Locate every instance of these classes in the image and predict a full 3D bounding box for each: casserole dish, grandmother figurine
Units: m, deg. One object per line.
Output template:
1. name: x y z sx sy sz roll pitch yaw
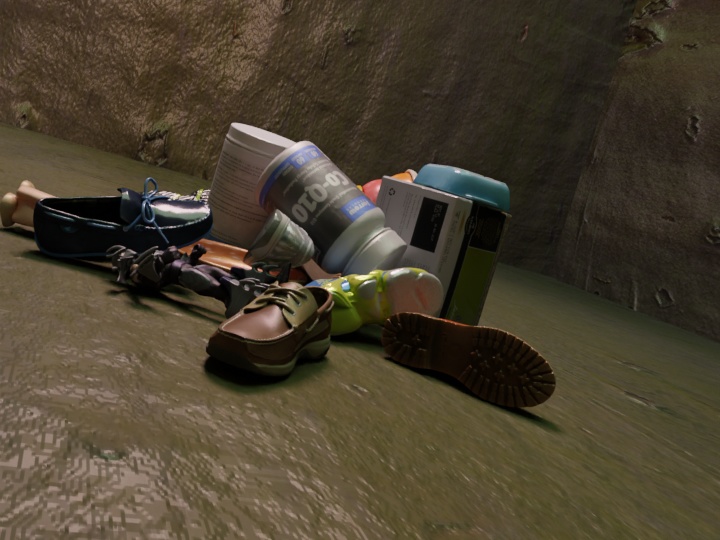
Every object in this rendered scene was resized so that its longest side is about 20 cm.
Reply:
1. casserole dish: 0.153 -0.128 1.089 0.120 0.039 0.200 15 8 -16
2. grandmother figurine: -0.335 -0.056 0.893 0.198 0.061 0.122 14 39 -1

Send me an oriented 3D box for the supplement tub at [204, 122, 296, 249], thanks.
1. supplement tub: -0.175 -0.119 1.157 0.131 0.202 0.132 19 15 -5

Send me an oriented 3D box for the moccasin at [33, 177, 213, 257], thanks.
1. moccasin: -0.267 -0.058 0.825 0.198 0.069 0.081 -11 40 -21

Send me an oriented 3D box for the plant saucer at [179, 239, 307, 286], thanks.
1. plant saucer: -0.171 -0.001 0.973 0.198 0.038 0.200 16 8 -2

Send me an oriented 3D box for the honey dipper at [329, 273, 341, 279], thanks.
1. honey dipper: 0.000 0.000 1.117 0.038 0.038 0.200 19 26 19

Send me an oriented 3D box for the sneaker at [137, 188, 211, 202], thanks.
1. sneaker: -0.312 -0.087 1.222 0.198 0.077 0.076 -2 49 -22

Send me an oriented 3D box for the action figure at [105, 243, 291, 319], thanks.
1. action figure: -0.181 0.004 0.783 0.198 0.070 0.130 14 12 4

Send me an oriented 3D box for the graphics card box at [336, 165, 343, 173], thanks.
1. graphics card box: -0.028 -0.103 1.469 0.201 0.051 0.125 52 -32 -7

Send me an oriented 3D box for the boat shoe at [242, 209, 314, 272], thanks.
1. boat shoe: -0.098 -0.028 0.887 0.064 0.075 0.202 32 -10 -8

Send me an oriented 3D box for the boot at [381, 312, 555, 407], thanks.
1. boot: 0.133 0.095 0.822 0.199 0.076 0.107 20 2 29

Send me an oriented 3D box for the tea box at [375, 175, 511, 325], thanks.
1. tea box: 0.106 -0.015 1.077 0.133 0.202 0.196 21 7 34

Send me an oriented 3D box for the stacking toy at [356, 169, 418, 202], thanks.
1. stacking toy: 0.008 -0.110 1.298 0.198 0.148 0.146 1 10 -10

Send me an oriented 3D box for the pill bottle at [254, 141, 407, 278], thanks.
1. pill bottle: -0.039 -0.068 0.976 0.200 0.114 0.114 45 14 12

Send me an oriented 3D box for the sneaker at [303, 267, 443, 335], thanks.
1. sneaker: 0.003 0.030 0.895 0.198 0.077 0.105 -3 10 -32

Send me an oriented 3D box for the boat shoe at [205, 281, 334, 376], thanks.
1. boat shoe: -0.077 0.045 0.671 0.075 0.075 0.200 18 7 13

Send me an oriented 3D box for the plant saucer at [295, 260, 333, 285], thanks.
1. plant saucer: -0.072 -0.046 1.116 0.034 0.202 0.200 -22 -11 24
